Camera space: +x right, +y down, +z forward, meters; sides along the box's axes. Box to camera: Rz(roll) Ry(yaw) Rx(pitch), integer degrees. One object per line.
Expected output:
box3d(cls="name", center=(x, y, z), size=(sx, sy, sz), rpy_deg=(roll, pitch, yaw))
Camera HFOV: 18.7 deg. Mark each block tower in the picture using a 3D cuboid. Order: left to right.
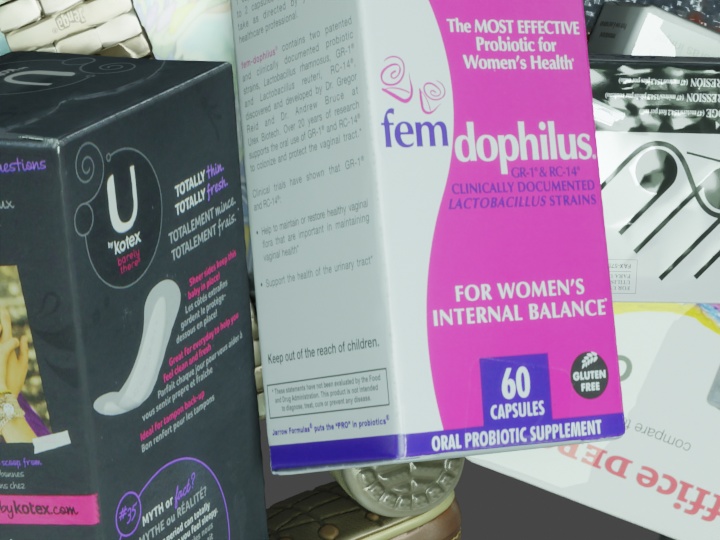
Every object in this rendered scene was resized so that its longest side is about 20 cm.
box3d(cls="block tower", center=(-0.086, -0.023, 0.894), size=(0.054, 0.058, 0.201), rpy_deg=(-22, 101, -1))

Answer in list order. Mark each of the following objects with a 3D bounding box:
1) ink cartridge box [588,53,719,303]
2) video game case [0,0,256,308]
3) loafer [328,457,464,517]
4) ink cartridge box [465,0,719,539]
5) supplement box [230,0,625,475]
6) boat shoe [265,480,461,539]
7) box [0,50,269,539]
box3d(cls="ink cartridge box", center=(0.171, -0.036, 0.858), size=(0.199, 0.044, 0.095), rpy_deg=(1, 98, -7))
box3d(cls="video game case", center=(-0.075, -0.058, 0.928), size=(0.199, 0.022, 0.183), rpy_deg=(-10, 99, -3))
box3d(cls="loafer", center=(0.000, 0.000, 0.900), size=(0.075, 0.068, 0.201), rpy_deg=(4, 82, -29))
box3d(cls="ink cartridge box", center=(0.137, 0.005, 0.925), size=(0.147, 0.086, 0.201), rpy_deg=(21, 94, -8))
box3d(cls="supplement box", center=(0.022, -0.030, 0.818), size=(0.101, 0.103, 0.201), rpy_deg=(-3, 84, -30))
box3d(cls="boat shoe", center=(-0.042, 0.149, 0.941), size=(0.199, 0.072, 0.068), rpy_deg=(-28, 105, 6))
box3d(cls="box", center=(-0.111, 0.030, 0.812), size=(0.105, 0.122, 0.201), rpy_deg=(6, 110, 25))
